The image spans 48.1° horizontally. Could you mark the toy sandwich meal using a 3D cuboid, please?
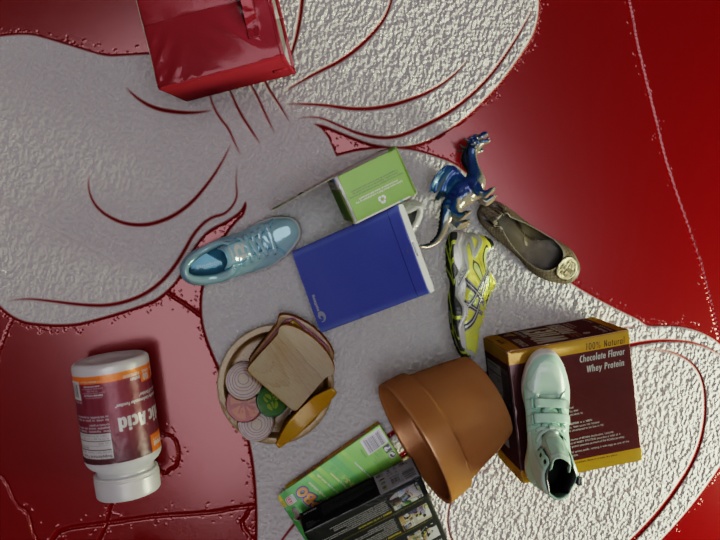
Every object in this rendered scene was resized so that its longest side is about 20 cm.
[{"bbox_3d":[-0.124,0.174,1.239,0.201,0.070,0.210,-1,94,-7],"label":"toy sandwich meal"}]

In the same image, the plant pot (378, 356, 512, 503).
[{"bbox_3d":[0.135,0.225,1.217,0.139,0.200,0.203,-29,97,-12],"label":"plant pot"}]

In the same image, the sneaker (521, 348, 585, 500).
[{"bbox_3d":[0.274,0.217,1.133,0.072,0.118,0.205,-1,94,-5],"label":"sneaker"}]

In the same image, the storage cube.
[{"bbox_3d":[-0.200,-0.347,1.131,0.176,0.200,0.174,-14,97,1],"label":"storage cube"}]

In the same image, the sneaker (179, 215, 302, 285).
[{"bbox_3d":[-0.177,-0.024,1.212,0.197,0.082,0.075,-26,98,-4],"label":"sneaker"}]

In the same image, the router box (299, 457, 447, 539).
[{"bbox_3d":[0.022,0.402,1.262,0.197,0.051,0.151,-25,116,-4],"label":"router box"}]

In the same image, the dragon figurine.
[{"bbox_3d":[0.143,-0.121,1.246,0.200,0.059,0.099,-45,70,-1],"label":"dragon figurine"}]

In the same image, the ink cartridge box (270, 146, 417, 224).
[{"bbox_3d":[-0.030,-0.104,1.191,0.198,0.148,0.077,-28,98,-3],"label":"ink cartridge box"}]

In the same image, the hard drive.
[{"bbox_3d":[0.000,0.000,1.202,0.198,0.025,0.134,-22,88,30],"label":"hard drive"}]

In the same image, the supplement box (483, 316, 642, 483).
[{"bbox_3d":[0.312,0.196,1.263,0.193,0.133,0.204,-9,96,-6],"label":"supplement box"}]

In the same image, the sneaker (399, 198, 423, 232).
[{"bbox_3d":[0.028,-0.026,1.234,0.075,0.088,0.202,34,90,-10],"label":"sneaker"}]

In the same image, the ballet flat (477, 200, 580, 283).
[{"bbox_3d":[0.270,-0.044,1.283,0.199,0.046,0.068,37,90,-8],"label":"ballet flat"}]

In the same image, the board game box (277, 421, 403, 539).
[{"bbox_3d":[-0.028,0.338,1.286,0.198,0.030,0.096,-34,97,-6],"label":"board game box"}]

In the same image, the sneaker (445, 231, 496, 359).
[{"bbox_3d":[0.177,0.040,1.264,0.075,0.075,0.204,-2,96,-5],"label":"sneaker"}]

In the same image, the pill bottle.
[{"bbox_3d":[-0.356,0.228,1.193,0.112,0.114,0.204,-7,95,-6],"label":"pill bottle"}]
